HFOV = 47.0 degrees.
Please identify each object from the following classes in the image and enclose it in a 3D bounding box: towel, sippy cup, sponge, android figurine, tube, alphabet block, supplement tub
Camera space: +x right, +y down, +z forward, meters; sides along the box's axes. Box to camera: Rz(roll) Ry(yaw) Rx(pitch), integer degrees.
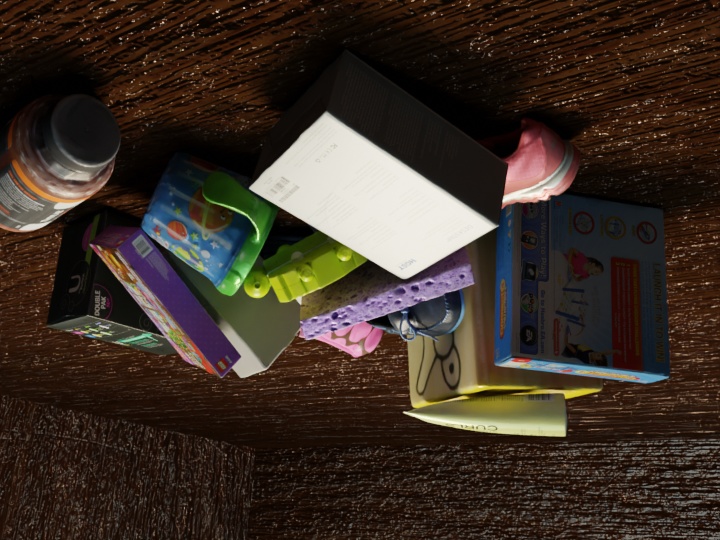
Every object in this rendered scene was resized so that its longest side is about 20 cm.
[{"bbox_3d":[-0.091,-0.002,1.214,0.108,0.050,0.201,2,160,5],"label":"towel"},{"bbox_3d":[-0.173,-0.062,0.933,0.128,0.141,0.179,27,124,-13],"label":"sippy cup"},{"bbox_3d":[0.025,0.010,0.922,0.195,0.112,0.030,-18,116,8],"label":"sponge"},{"bbox_3d":[-0.050,-0.018,0.937,0.179,0.042,0.200,-28,-169,-3],"label":"android figurine"},{"bbox_3d":[0.154,0.178,1.020,0.194,0.052,0.059,-1,125,12],"label":"tube"},{"bbox_3d":[0.181,0.070,1.098,0.192,0.206,0.195,4,164,-23],"label":"alphabet block"},{"bbox_3d":[-0.321,-0.112,0.849,0.105,0.110,0.198,19,157,-38],"label":"supplement tub"}]

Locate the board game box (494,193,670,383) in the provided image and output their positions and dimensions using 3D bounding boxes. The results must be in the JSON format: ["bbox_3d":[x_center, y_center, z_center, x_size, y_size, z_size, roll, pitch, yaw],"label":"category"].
[{"bbox_3d":[0.255,0.017,0.960,0.190,0.205,0.056,8,163,-10],"label":"board game box"}]

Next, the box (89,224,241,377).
[{"bbox_3d":[-0.239,0.036,1.008,0.202,0.039,0.136,56,158,-22],"label":"box"}]

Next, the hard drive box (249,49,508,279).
[{"bbox_3d":[0.017,-0.090,0.794,0.198,0.078,0.155,31,146,-22],"label":"hard drive box"}]

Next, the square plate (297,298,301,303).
[{"bbox_3d":[-0.105,0.038,1.213,0.195,0.029,0.198,-6,159,22],"label":"square plate"}]

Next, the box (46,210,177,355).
[{"bbox_3d":[-0.320,0.025,1.180,0.122,0.153,0.198,-12,156,42],"label":"box"}]

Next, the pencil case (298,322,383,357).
[{"bbox_3d":[-0.037,0.088,1.395,0.089,0.096,0.199,-7,159,31],"label":"pencil case"}]

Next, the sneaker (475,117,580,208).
[{"bbox_3d":[0.126,-0.100,0.865,0.198,0.075,0.086,-27,130,36],"label":"sneaker"}]

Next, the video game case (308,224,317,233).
[{"bbox_3d":[0.014,-0.087,0.984,0.194,0.024,0.183,-1,160,14],"label":"video game case"}]

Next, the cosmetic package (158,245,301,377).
[{"bbox_3d":[-0.171,0.028,1.082,0.089,0.107,0.202,-19,111,52],"label":"cosmetic package"}]

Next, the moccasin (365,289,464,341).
[{"bbox_3d":[0.063,0.057,1.042,0.067,0.083,0.200,-5,168,-23],"label":"moccasin"}]
